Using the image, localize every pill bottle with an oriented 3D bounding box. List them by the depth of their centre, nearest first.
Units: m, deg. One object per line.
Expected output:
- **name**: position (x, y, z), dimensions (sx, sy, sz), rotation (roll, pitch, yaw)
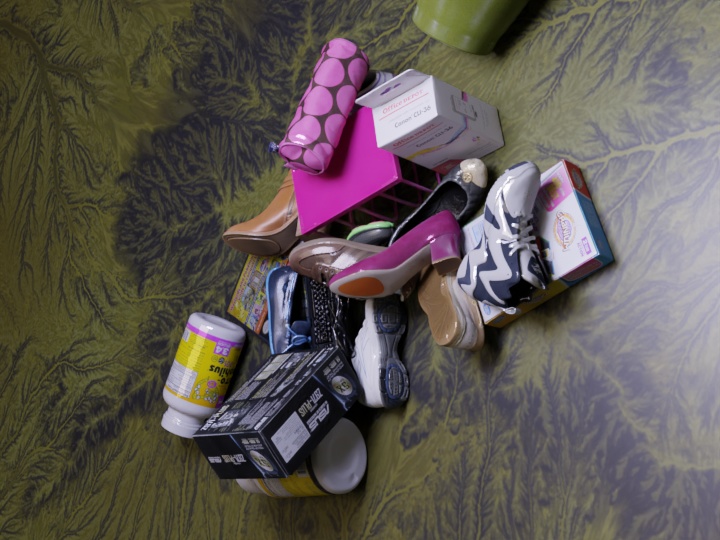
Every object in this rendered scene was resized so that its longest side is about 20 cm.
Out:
- **pill bottle**: position (-0.097, 0.289, 1.762), dimensions (0.199, 0.114, 0.115), rotation (-13, 70, 41)
- **pill bottle**: position (-0.274, 0.181, 1.970), dimensions (0.104, 0.104, 0.201), rotation (25, 97, 45)

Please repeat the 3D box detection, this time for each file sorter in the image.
- **file sorter**: position (0.011, -0.144, 1.766), dimensions (0.199, 0.125, 0.140), rotation (-28, 61, 35)

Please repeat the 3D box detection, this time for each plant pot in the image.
- **plant pot**: position (0.168, -0.425, 1.663), dimensions (0.200, 0.199, 0.194), rotation (48, 124, 40)

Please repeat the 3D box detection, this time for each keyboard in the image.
- **keyboard**: position (-0.057, 0.075, 1.760), dimensions (0.104, 0.039, 0.202), rotation (-14, 80, 50)

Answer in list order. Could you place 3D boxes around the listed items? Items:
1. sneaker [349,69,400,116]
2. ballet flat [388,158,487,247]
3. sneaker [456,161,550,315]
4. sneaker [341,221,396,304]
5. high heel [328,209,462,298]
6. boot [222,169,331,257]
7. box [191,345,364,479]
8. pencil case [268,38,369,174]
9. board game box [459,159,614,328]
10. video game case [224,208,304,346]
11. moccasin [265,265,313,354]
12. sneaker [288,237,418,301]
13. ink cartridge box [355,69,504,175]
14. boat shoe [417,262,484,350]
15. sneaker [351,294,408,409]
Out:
- **sneaker**: position (-0.021, -0.257, 1.837), dimensions (0.200, 0.114, 0.073), rotation (-37, 57, 33)
- **ballet flat**: position (0.117, -0.085, 1.687), dimensions (0.067, 0.057, 0.200), rotation (48, 118, 12)
- **sneaker**: position (0.215, -0.033, 1.514), dimensions (0.129, 0.079, 0.200), rotation (38, 106, 41)
- **sneaker**: position (0.000, 0.000, 1.783), dimensions (0.200, 0.076, 0.084), rotation (-52, 54, 34)
- **high heel**: position (0.047, -0.025, 1.643), dimensions (0.199, 0.067, 0.096), rotation (-19, 49, 15)
- **boot**: position (-0.127, -0.108, 1.904), dimensions (0.198, 0.074, 0.156), rotation (-5, 60, 20)
- **box**: position (-0.119, 0.209, 1.687), dimensions (0.163, 0.200, 0.086), rotation (-11, 116, 45)
- **pencil case**: position (-0.057, -0.244, 1.718), dimensions (0.201, 0.090, 0.094), rotation (-65, 8, -20)
- **board game box**: position (0.235, -0.034, 1.579), dimensions (0.200, 0.040, 0.154), rotation (-34, 57, 33)
- **video game case**: position (-0.138, 0.018, 1.938), dimensions (0.180, 0.025, 0.201), rotation (30, 101, 44)
- **moccasin**: position (-0.105, 0.090, 1.827), dimensions (0.068, 0.080, 0.202), rotation (-15, 85, 31)
- **sneaker**: position (-0.014, 0.003, 1.692), dimensions (0.198, 0.071, 0.076), rotation (2, 48, 12)
- **ink cartridge box**: position (0.099, -0.210, 1.646), dimensions (0.116, 0.199, 0.068), rotation (-26, 62, 37)
- **boat shoe**: position (0.132, 0.044, 1.639), dimensions (0.074, 0.069, 0.201), rotation (-52, 28, 31)
- **sneaker**: position (0.020, 0.111, 1.730), dimensions (0.087, 0.074, 0.202), rotation (-16, 67, 47)
